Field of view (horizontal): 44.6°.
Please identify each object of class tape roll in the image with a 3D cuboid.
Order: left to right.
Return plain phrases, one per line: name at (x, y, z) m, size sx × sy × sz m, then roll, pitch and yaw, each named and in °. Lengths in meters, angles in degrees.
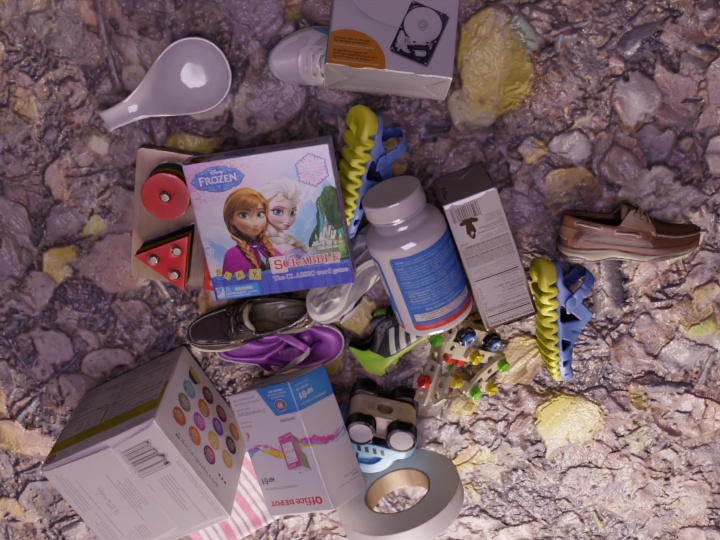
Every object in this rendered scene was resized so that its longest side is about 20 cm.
tape roll at (0.061, 0.353, 1.358) m, size 0.201 × 0.203 × 0.037 m, roll -17°, pitch 112°, yaw 8°

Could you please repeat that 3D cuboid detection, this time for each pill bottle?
pill bottle at (0.073, -0.021, 1.185) m, size 0.112 × 0.112 × 0.201 m, roll -17°, pitch 119°, yaw 9°

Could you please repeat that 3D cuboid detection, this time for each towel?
towel at (-0.221, 0.392, 1.473) m, size 0.199 × 0.030 × 0.147 m, roll -29°, pitch 111°, yaw 13°

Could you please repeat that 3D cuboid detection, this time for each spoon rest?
spoon rest at (-0.265, -0.239, 1.176) m, size 0.199 × 0.061 × 0.100 m, roll -24°, pitch 112°, yaw 12°

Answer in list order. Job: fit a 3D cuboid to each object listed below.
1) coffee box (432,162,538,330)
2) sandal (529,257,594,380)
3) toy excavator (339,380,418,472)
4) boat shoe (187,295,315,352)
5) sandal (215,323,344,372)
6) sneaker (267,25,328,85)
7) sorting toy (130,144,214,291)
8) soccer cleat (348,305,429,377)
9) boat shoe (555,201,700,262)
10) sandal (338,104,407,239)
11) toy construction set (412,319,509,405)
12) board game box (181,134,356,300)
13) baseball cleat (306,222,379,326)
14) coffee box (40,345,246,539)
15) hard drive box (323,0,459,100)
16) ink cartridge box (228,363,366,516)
coffee box at (0.175, -0.034, 1.231) m, size 0.079 × 0.115 × 0.201 m, roll -20°, pitch 113°, yaw 7°
sandal at (0.303, 0.072, 1.290) m, size 0.086 × 0.080 × 0.201 m, roll -10°, pitch 117°, yaw -4°
toy excavator at (-0.014, 0.279, 1.392) m, size 0.193 × 0.100 × 0.201 m, roll 12°, pitch 122°, yaw -3°
boat shoe at (-0.164, 0.071, 1.298) m, size 0.199 × 0.066 × 0.072 m, roll -10°, pitch 74°, yaw 1°
sandal at (-0.125, 0.124, 1.341) m, size 0.201 × 0.050 × 0.083 m, roll -3°, pitch 114°, yaw 2°
sneaker at (-0.024, -0.274, 1.145) m, size 0.198 × 0.081 × 0.077 m, roll -1°, pitch 116°, yaw 3°
sorting toy at (-0.230, -0.060, 1.250) m, size 0.197 × 0.070 × 0.201 m, roll 9°, pitch 114°, yaw -3°
soccer cleat at (0.064, 0.077, 1.310) m, size 0.081 × 0.068 × 0.200 m, roll 42°, pitch 110°, yaw -10°
boat shoe at (0.378, -0.056, 1.240) m, size 0.198 × 0.076 × 0.074 m, roll -3°, pitch 111°, yaw 2°
sandal at (0.009, -0.128, 1.215) m, size 0.087 × 0.080 × 0.201 m, roll 0°, pitch 127°, yaw -30°
toy construction set at (0.144, 0.135, 1.283) m, size 0.092 × 0.200 × 0.132 m, roll 44°, pitch 111°, yaw 28°
board game box at (-0.119, -0.067, 1.179) m, size 0.199 × 0.041 × 0.201 m, roll -8°, pitch 113°, yaw 8°
baseball cleat at (0.000, 0.000, 1.280) m, size 0.200 × 0.107 × 0.070 m, roll -40°, pitch 70°, yaw -7°
coffee box at (-0.314, 0.274, 1.330) m, size 0.199 × 0.198 × 0.200 m, roll -25°, pitch 112°, yaw 14°
hard drive box at (0.040, -0.323, 1.073) m, size 0.155 × 0.077 × 0.202 m, roll 5°, pitch 80°, yaw -2°
ink cartridge box at (-0.095, 0.258, 1.318) m, size 0.144 × 0.084 × 0.201 m, roll -19°, pitch 92°, yaw 41°
